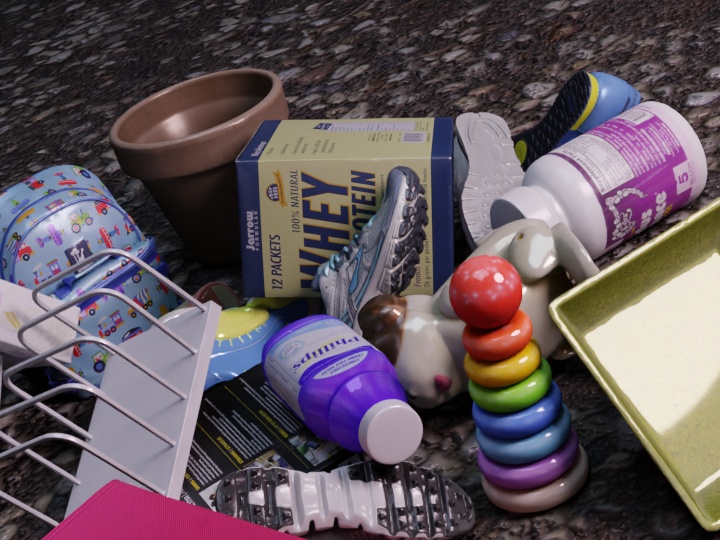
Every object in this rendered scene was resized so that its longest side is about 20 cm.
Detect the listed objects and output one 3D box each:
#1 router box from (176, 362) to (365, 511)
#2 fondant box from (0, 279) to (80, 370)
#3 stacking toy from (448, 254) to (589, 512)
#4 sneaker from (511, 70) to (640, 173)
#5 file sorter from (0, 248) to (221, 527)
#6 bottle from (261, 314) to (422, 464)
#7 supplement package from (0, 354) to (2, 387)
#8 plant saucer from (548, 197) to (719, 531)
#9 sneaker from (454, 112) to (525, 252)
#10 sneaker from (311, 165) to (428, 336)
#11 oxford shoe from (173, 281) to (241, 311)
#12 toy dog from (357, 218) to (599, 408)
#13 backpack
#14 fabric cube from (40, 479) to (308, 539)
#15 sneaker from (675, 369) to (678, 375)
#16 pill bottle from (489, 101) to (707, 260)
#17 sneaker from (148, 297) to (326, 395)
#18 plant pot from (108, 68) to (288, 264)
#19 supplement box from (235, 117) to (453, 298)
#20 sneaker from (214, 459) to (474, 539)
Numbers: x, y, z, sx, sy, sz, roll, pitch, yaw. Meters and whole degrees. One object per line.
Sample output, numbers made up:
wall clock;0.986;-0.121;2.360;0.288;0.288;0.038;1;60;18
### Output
router box;-0.098;0.163;1.243;0.149;0.051;0.200;-29;28;-16
fondant box;-0.382;0.049;1.383;0.199;0.144;0.059;-9;66;40
stacking toy;0.111;0.081;1.105;0.085;0.201;0.085;-14;27;8
sneaker;0.215;-0.130;1.535;0.078;0.200;0.066;10;54;-26
file sorter;-0.223;0.101;1.241;0.138;0.124;0.201;-24;41;35
bottle;-0.013;0.095;1.171;0.083;0.066;0.200;-26;24;-14
supplement package;-0.439;0.140;1.289;0.151;0.151;0.200;-3;-8;29
plant saucer;0.264;0.069;1.107;0.200;0.200;0.048;-29;-14;-21
sneaker;0.132;-0.074;1.535;0.076;0.081;0.201;7;46;-8
sneaker;0.000;0.000;1.320;0.086;0.201;0.078;18;9;17
oxford shoe;-0.187;0.093;1.437;0.074;0.071;0.200;-29;15;43
toy dog;0.096;0.039;1.250;0.199;0.140;0.194;-28;48;-3
backpack;-0.289;0.003;1.499;0.182;0.201;0.134;-31;30;-27
fabric cube;-0.116;0.276;0.884;0.199;0.201;0.196;8;36;37
sneaker;0.271;0.061;1.209;0.090;0.067;0.200;-16;28;50
pill bottle;0.227;-0.075;1.426;0.199;0.113;0.112;-29;29;-20
sneaker;-0.103;0.081;1.403;0.199;0.076;0.105;-12;63;-32
plant pot;-0.159;-0.109;1.656;0.199;0.175;0.200;-15;27;8
supplement box;-0.008;-0.066;1.444;0.199;0.135;0.200;-1;16;4
sneaker;-0.015;0.191;1.123;0.199;0.091;0.067;1;53;-11
